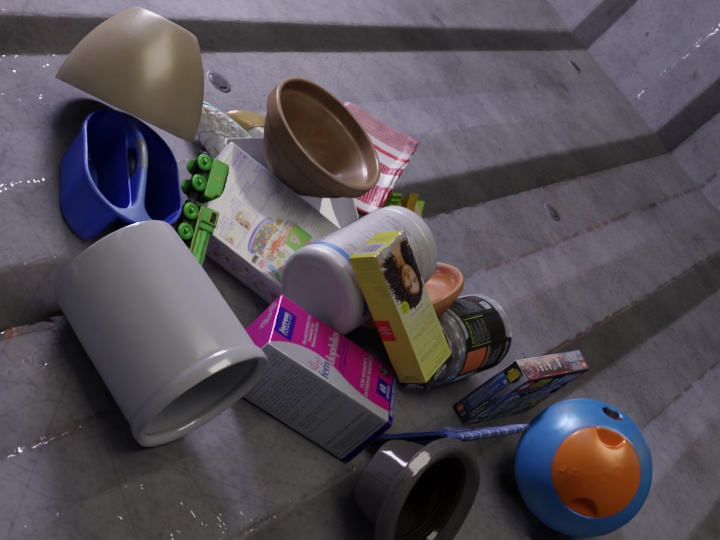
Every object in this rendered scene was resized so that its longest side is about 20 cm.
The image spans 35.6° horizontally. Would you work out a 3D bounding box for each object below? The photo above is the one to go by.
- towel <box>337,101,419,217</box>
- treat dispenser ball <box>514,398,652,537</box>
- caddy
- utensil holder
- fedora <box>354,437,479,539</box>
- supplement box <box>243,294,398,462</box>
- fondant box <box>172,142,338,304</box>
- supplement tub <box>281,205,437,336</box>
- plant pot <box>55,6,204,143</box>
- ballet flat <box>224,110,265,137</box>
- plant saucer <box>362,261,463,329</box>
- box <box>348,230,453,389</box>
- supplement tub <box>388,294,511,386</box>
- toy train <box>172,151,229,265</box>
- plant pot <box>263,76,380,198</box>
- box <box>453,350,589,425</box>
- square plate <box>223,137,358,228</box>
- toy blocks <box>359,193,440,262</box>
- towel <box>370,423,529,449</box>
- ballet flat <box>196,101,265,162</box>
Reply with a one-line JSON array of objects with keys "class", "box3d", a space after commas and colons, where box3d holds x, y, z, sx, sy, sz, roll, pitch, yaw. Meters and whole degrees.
[{"class": "towel", "box3d": [-0.002, -0.177, 1.788, 0.144, 0.023, 0.200, 29, 50, 1]}, {"class": "treat dispenser ball", "box3d": [0.328, 0.290, 1.652, 0.201, 0.201, 0.201, 31, 34, -24]}, {"class": "caddy", "box3d": [-0.303, -0.119, 1.437, 0.141, 0.105, 0.200, 21, 40, -35]}, {"class": "utensil holder", "box3d": [-0.228, 0.069, 1.262, 0.200, 0.170, 0.170, 53, 31, 16]}, {"class": "fedora", "box3d": [0.060, 0.279, 1.417, 0.090, 0.177, 0.200, 27, 0, 33]}, {"class": "supplement box", "box3d": [-0.060, 0.141, 1.446, 0.200, 0.103, 0.101, 34, 35, -18]}, {"class": "fondant box", "box3d": [-0.146, -0.061, 1.567, 0.200, 0.058, 0.144, 38, 54, -13]}, {"class": "supplement tub", "box3d": [0.000, 0.000, 1.534, 0.132, 0.132, 0.200, 52, 42, 8]}, {"class": "plant pot", "box3d": [-0.291, -0.275, 1.515, 0.200, 0.135, 0.200, 26, 2, -1]}, {"class": "ballet flat", "box3d": [-0.132, -0.192, 1.758, 0.200, 0.069, 0.063, 23, 16, -34]}, {"class": "plant saucer", "box3d": [0.055, 0.038, 1.654, 0.200, 0.200, 0.038, -45, 130, -59]}, {"class": "box", "box3d": [0.055, 0.053, 1.456, 0.075, 0.050, 0.200, -44, 120, -42]}, {"class": "supplement tub", "box3d": [0.134, 0.106, 1.701, 0.200, 0.123, 0.123, -8, 61, -54]}, {"class": "toy train", "box3d": [-0.217, -0.060, 1.465, 0.056, 0.042, 0.201, 24, 67, -31]}, {"class": "plant pot", "box3d": [-0.072, -0.173, 1.617, 0.201, 0.093, 0.201, 33, 34, -27]}, {"class": "box", "box3d": [0.254, 0.181, 1.747, 0.200, 0.137, 0.040, -1, 58, -52]}, {"class": "square plate", "box3d": [-0.099, -0.104, 1.667, 0.200, 0.028, 0.199, -6, 75, -34]}, {"class": "toy blocks", "box3d": [0.055, -0.042, 1.817, 0.200, 0.100, 0.137, -3, 68, -53]}, {"class": "towel", "box3d": [0.121, 0.223, 1.540, 0.200, 0.144, 0.024, 3, 80, -51]}, {"class": "ballet flat", "box3d": [-0.185, -0.175, 1.690, 0.200, 0.072, 0.072, 37, 32, -16]}]
